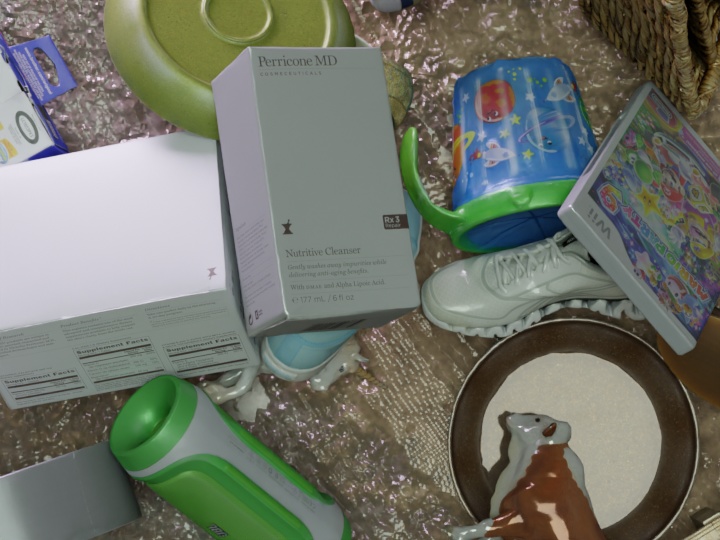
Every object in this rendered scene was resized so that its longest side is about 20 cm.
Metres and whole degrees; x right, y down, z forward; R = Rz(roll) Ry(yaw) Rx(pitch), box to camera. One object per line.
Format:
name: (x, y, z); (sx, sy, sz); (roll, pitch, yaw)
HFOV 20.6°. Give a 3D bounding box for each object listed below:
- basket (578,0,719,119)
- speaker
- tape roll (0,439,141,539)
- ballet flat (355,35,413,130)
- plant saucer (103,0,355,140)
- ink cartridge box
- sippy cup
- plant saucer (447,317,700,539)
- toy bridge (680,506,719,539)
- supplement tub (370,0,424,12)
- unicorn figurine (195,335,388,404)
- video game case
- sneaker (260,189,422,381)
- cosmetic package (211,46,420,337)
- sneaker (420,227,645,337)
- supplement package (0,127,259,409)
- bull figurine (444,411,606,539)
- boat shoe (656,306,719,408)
basket: (0.252, -0.238, 1.501); (0.143, 0.200, 0.149); (-38, 62, -5)
speaker: (-0.096, 0.165, 1.511); (0.088, 0.088, 0.200); (-49, 120, -2)
tape roll: (-0.269, 0.190, 1.493); (0.200, 0.200, 0.066); (-19, 88, -1)
ballet flat: (-0.047, -0.179, 1.587); (0.200, 0.071, 0.071); (29, 87, 2)
plant saucer: (-0.097, -0.191, 1.525); (0.200, 0.031, 0.200); (7, 60, -12)
ink cartridge box: (-0.326, -0.120, 1.573); (0.200, 0.076, 0.137); (-30, 87, 0)
sippy cup: (0.128, -0.093, 1.550); (0.139, 0.178, 0.131); (-18, 73, 36)
plant saucer: (0.168, 0.138, 1.577); (0.200, 0.037, 0.201); (0, 87, -1)
toy bridge: (0.278, 0.203, 1.557); (0.200, 0.067, 0.027); (-31, 87, -1)
supplement tub: (0.082, -0.299, 1.549); (0.200, 0.144, 0.145); (-20, 87, -1)
unicorn figurine: (-0.091, 0.054, 1.561); (0.137, 0.074, 0.200); (-39, 81, -13)
video game case: (0.232, -0.044, 1.514); (0.143, 0.200, 0.018); (48, 131, -10)
sneaker: (0.000, 0.000, 1.528); (0.074, 0.082, 0.200); (35, 56, -3)
cosmetic package: (-0.033, -0.058, 1.437); (0.113, 0.081, 0.200); (-5, 80, -26)
sneaker: (0.144, 0.000, 1.544); (0.200, 0.081, 0.075); (-9, 60, 1)
supplement package: (-0.189, -0.002, 1.509); (0.200, 0.111, 0.156); (-10, 55, 5)
bull figurine: (0.141, 0.210, 1.524); (0.121, 0.065, 0.200); (-28, 85, 3)
boat shoe: (0.325, 0.083, 1.566); (0.200, 0.070, 0.070); (32, 120, -2)
